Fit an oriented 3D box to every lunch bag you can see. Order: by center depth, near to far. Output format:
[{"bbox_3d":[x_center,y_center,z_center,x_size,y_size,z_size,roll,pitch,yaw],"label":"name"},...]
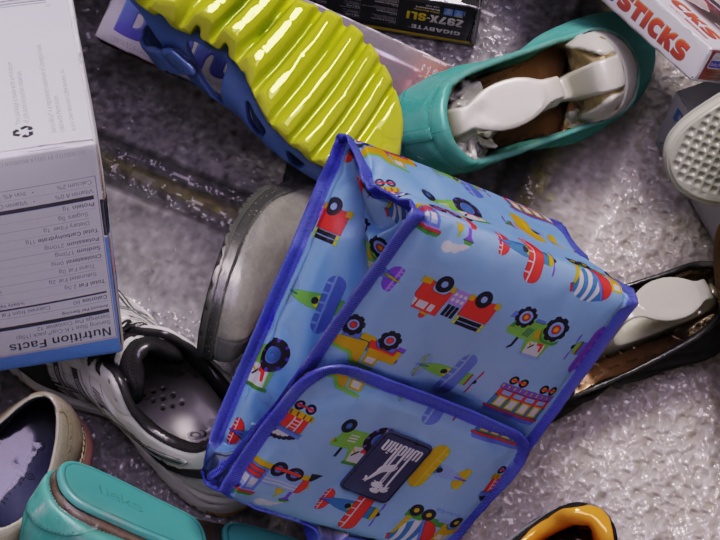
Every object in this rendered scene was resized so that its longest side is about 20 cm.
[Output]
[{"bbox_3d":[0.018,0.056,0.949,0.150,0.201,0.094,19,18,-34],"label":"lunch bag"}]

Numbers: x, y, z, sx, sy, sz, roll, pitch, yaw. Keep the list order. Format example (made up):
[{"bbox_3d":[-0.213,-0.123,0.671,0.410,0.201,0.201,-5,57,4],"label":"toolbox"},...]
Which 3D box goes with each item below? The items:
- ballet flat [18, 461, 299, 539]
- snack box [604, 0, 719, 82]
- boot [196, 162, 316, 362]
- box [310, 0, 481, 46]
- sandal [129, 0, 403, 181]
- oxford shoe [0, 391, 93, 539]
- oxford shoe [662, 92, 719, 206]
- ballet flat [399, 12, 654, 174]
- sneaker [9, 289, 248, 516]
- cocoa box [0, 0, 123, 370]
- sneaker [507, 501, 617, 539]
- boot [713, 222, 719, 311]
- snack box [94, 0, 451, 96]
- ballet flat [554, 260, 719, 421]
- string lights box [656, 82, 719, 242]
[{"bbox_3d":[-0.084,0.159,0.953,0.199,0.071,0.067,24,23,-22],"label":"ballet flat"},{"bbox_3d":[0.153,-0.178,1.100,0.072,0.024,0.200,-3,43,-47],"label":"snack box"},{"bbox_3d":[0.000,0.000,1.009,0.130,0.068,0.200,23,34,8],"label":"boot"},{"bbox_3d":[-0.015,-0.233,1.171,0.198,0.049,0.161,9,66,-1],"label":"box"},{"bbox_3d":[-0.056,-0.114,1.040,0.200,0.087,0.079,44,66,11],"label":"sandal"},{"bbox_3d":[-0.206,0.146,0.945,0.070,0.074,0.201,23,72,7],"label":"oxford shoe"},{"bbox_3d":[0.259,-0.091,1.055,0.199,0.058,0.076,-24,110,-7],"label":"oxford shoe"},{"bbox_3d":[0.109,-0.100,1.079,0.199,0.070,0.068,-22,102,-27],"label":"ballet flat"},{"bbox_3d":[-0.124,0.045,1.000,0.199,0.088,0.076,33,67,13],"label":"sneaker"},{"bbox_3d":[-0.203,-0.055,0.980,0.132,0.132,0.200,-9,37,-9],"label":"cocoa box"},{"bbox_3d":[0.067,0.195,0.948,0.078,0.077,0.201,31,66,9],"label":"sneaker"},{"bbox_3d":[0.277,0.058,1.032,0.154,0.072,0.202,-7,88,-31],"label":"boot"},{"bbox_3d":[-0.051,-0.127,1.103,0.199,0.024,0.072,24,89,1],"label":"snack box"},{"bbox_3d":[0.122,0.037,1.036,0.199,0.069,0.068,-21,67,-14],"label":"ballet flat"},{"bbox_3d":[0.290,-0.083,1.115,0.199,0.059,0.103,-20,66,-14],"label":"string lights box"}]
